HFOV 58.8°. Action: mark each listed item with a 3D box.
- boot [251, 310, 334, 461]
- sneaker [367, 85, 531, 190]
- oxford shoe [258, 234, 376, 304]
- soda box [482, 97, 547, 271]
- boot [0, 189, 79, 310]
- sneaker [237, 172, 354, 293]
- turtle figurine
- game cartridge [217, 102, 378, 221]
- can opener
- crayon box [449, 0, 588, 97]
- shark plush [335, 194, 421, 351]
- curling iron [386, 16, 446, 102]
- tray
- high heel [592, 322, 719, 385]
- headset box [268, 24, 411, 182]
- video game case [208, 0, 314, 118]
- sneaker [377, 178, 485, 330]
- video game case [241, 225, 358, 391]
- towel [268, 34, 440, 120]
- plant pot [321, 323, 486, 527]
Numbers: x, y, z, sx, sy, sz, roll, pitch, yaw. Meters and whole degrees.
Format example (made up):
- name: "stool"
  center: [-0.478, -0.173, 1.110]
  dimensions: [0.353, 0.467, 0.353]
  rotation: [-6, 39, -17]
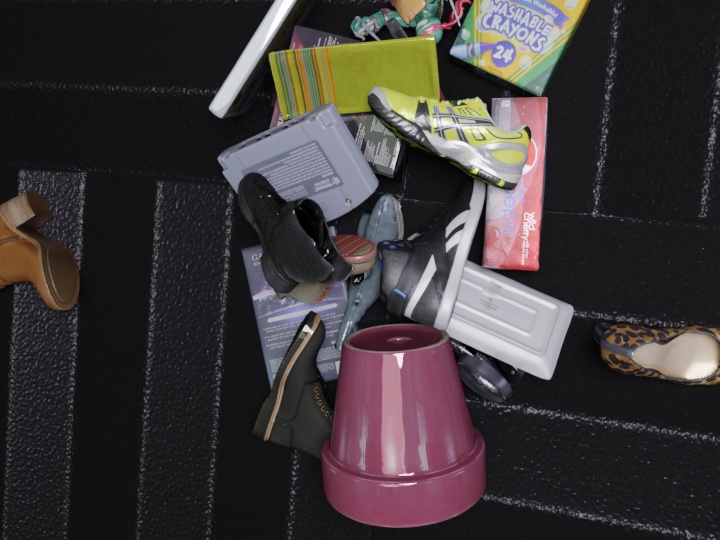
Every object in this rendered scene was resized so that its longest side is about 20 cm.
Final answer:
- name: "boot"
  center: [-0.048, 0.162, 0.841]
  dimensions: [0.136, 0.078, 0.203]
  rotation: [25, 120, 1]
- name: "sneaker"
  center: [0.101, -0.166, 0.731]
  dimensions: [0.197, 0.075, 0.078]
  rotation: [26, 98, -4]
- name: "oxford shoe"
  center: [-0.047, 0.002, 0.804]
  dimensions: [0.198, 0.070, 0.075]
  rotation: [-3, 110, 49]
- name: "soda box"
  center: [0.190, -0.103, 0.782]
  dimensions: [0.068, 0.063, 0.205]
  rotation: [4, 94, 15]
- name: "boot"
  center: [-0.519, -0.001, 0.960]
  dimensions: [0.153, 0.077, 0.203]
  rotation: [-31, 83, 12]
- name: "sneaker"
  center: [-0.080, -0.056, 0.743]
  dimensions: [0.104, 0.059, 0.203]
  rotation: [-42, 57, 36]
- name: "turtle figurine"
  center: [0.051, -0.344, 0.786]
  dimensions: [0.149, 0.100, 0.203]
  rotation: [-34, 75, 30]
- name: "game cartridge"
  center: [-0.078, -0.120, 0.810]
  dimensions: [0.197, 0.041, 0.135]
  rotation: [-12, 120, 36]
- name: "can opener"
  center: [0.124, 0.079, 0.810]
  dimensions: [0.200, 0.078, 0.064]
  rotation: [44, 109, 18]
- name: "crayon box"
  center: [0.207, -0.326, 0.773]
  dimensions: [0.124, 0.052, 0.203]
  rotation: [27, 98, 11]
- name: "shark plush"
  center: [0.000, 0.000, 0.821]
  dimensions: [0.090, 0.083, 0.202]
  rotation: [34, 97, 10]
- name: "curling iron"
  center: [0.093, -0.222, 0.763]
  dimensions: [0.049, 0.026, 0.199]
  rotation: [-38, 123, 16]
- name: "tray"
  center: [0.159, 0.045, 0.791]
  dimensions: [0.197, 0.022, 0.109]
  rotation: [24, 64, 12]
- name: "high heel"
  center: [0.362, 0.100, 0.706]
  dimensions: [0.195, 0.142, 0.073]
  rotation: [10, 95, 14]
- name: "headset box"
  center: [-0.023, -0.216, 0.824]
  dimensions: [0.196, 0.075, 0.152]
  rotation: [17, 96, 12]
- name: "video game case"
  center: [-0.112, -0.281, 0.792]
  dimensions: [0.023, 0.182, 0.201]
  rotation: [34, 101, -10]
- name: "sneaker"
  center: [0.080, -0.038, 0.773]
  dimensions: [0.110, 0.073, 0.203]
  rotation: [17, 66, 7]
- name: "video game case"
  center: [-0.079, 0.054, 0.882]
  dimensions: [0.140, 0.019, 0.205]
  rotation: [-13, 89, 14]
- name: "towel"
  center: [-0.007, -0.222, 0.746]
  dimensions: [0.195, 0.018, 0.087]
  rotation: [-1, 134, 13]
- name: "plant pot"
  center: [0.046, 0.166, 0.753]
  dimensions: [0.195, 0.200, 0.183]
  rotation: [-2, 99, 14]
